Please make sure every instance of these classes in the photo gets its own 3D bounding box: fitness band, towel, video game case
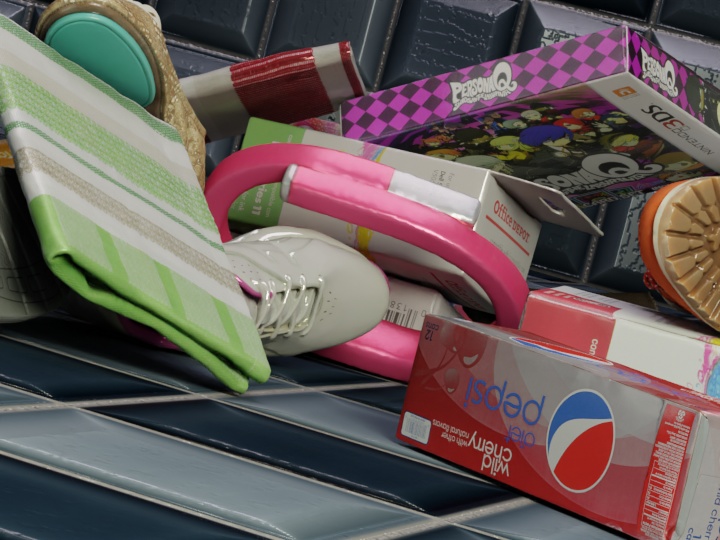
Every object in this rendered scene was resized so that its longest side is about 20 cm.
[{"bbox_3d":[0.000,0.000,1.619,0.199,0.038,0.144,20,-40,2],"label":"fitness band"},{"bbox_3d":[-0.098,-0.098,1.715,0.199,0.023,0.144,-13,-8,2],"label":"towel"},{"bbox_3d":[-0.123,-0.034,1.407,0.149,0.031,0.200,33,22,-37],"label":"towel"},{"bbox_3d":[0.118,-0.083,1.761,0.199,0.036,0.181,-13,-23,30],"label":"video game case"}]

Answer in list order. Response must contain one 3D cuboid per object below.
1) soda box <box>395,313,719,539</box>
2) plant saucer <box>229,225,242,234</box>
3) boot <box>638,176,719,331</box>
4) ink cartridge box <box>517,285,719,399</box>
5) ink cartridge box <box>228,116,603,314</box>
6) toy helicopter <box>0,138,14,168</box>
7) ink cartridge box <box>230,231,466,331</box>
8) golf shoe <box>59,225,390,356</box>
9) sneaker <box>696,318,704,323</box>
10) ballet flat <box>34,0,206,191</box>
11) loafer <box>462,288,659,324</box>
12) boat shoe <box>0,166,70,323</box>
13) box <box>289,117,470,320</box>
[{"bbox_3d":[0.105,0.074,1.298,0.070,0.064,0.200,11,5,-37],"label":"soda box"},{"bbox_3d":[-0.093,-0.030,1.990,0.199,0.030,0.200,-4,-7,0],"label":"plant saucer"},{"bbox_3d":[0.174,-0.004,1.471,0.107,0.075,0.200,13,-6,34],"label":"boot"},{"bbox_3d":[0.179,0.073,1.472,0.199,0.083,0.146,15,3,11],"label":"ink cartridge box"},{"bbox_3d":[0.032,-0.026,1.718,0.199,0.068,0.117,13,-9,22],"label":"ink cartridge box"},{"bbox_3d":[-0.212,-0.047,1.570,0.132,0.079,0.199,37,33,30],"label":"toy helicopter"},{"bbox_3d":[-0.010,0.032,1.796,0.160,0.050,0.200,16,-10,16],"label":"ink cartridge box"},{"bbox_3d":[-0.065,0.018,1.524,0.199,0.076,0.091,4,17,-29],"label":"golf shoe"},{"bbox_3d":[0.253,0.091,1.620,0.200,0.076,0.114,45,53,15],"label":"sneaker"},{"bbox_3d":[-0.126,-0.103,1.539,0.070,0.066,0.200,2,-31,10],"label":"ballet flat"},{"bbox_3d":[0.156,0.042,1.781,0.199,0.072,0.073,25,2,0],"label":"loafer"},{"bbox_3d":[-0.179,-0.014,1.401,0.064,0.075,0.202,-20,11,15],"label":"boat shoe"},{"bbox_3d":[0.022,-0.019,1.911,0.094,0.103,0.200,15,-8,31],"label":"box"}]
